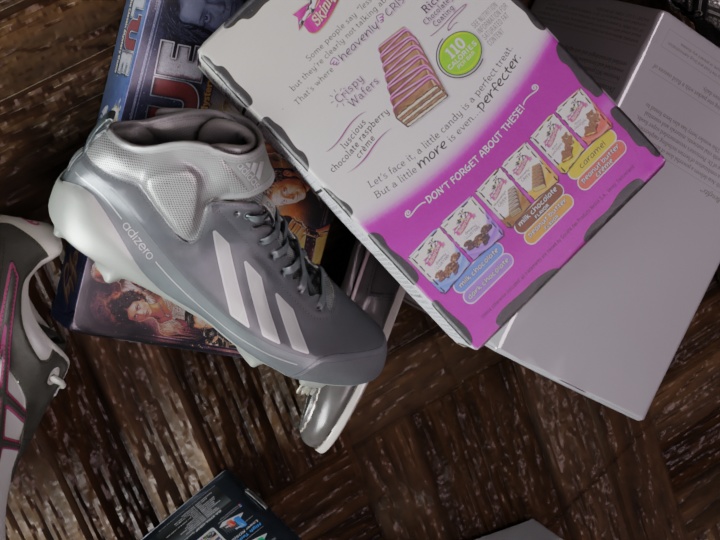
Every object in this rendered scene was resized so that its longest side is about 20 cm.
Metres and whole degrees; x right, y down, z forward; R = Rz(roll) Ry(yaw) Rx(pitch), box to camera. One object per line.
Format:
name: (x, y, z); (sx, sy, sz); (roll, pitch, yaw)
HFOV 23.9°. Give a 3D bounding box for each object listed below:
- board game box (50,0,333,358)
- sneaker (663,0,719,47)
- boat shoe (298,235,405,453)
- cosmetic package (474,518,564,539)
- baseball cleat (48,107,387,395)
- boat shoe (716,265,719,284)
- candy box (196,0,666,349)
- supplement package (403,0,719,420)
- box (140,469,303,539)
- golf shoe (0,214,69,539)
board game box: (-0.075, -0.058, 0.897); (0.134, 0.035, 0.202); (10, 100, -30)
sneaker: (0.154, -0.178, 0.947); (0.200, 0.078, 0.085); (42, 79, -10)
boat shoe: (0.000, 0.000, 0.945); (0.057, 0.067, 0.201); (25, 88, -6)
cosmetic package: (0.036, 0.223, 1.033); (0.198, 0.051, 0.083); (-14, 113, -24)
baseball cleat: (-0.052, -0.011, 0.842); (0.199, 0.070, 0.107); (26, 120, -25)
boat shoe: (0.284, 0.013, 1.097); (0.068, 0.072, 0.201); (-45, 127, -15)
candy box: (0.033, -0.079, 0.844); (0.136, 0.061, 0.200); (-43, 95, -5)
supplement package: (0.130, -0.040, 0.964); (0.121, 0.120, 0.201); (26, 91, -33)
box: (-0.104, 0.209, 0.890); (0.200, 0.159, 0.046); (-39, 121, -13)
golf shoe: (-0.185, 0.071, 0.848); (0.087, 0.077, 0.202); (-8, 108, -20)
